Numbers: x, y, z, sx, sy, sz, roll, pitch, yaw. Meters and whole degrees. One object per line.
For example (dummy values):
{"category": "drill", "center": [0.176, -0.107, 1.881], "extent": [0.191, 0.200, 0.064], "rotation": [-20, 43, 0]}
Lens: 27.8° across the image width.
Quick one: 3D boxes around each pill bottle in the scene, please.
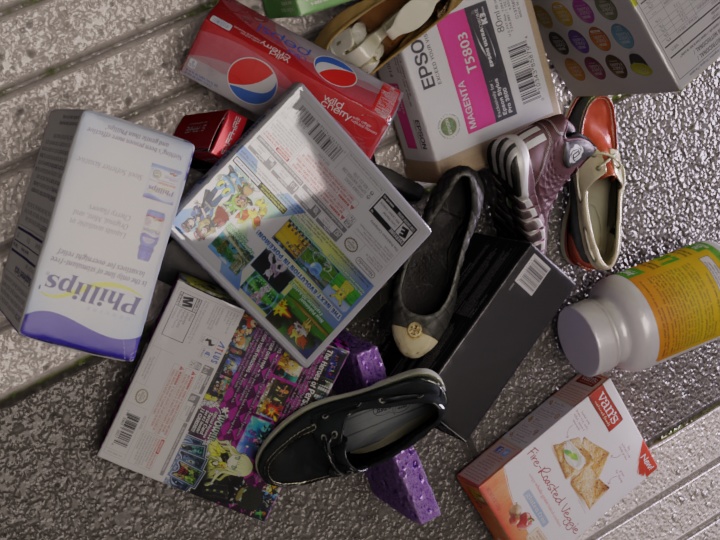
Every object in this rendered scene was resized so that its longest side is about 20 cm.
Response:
{"category": "pill bottle", "center": [0.325, 0.047, 1.625], "extent": [0.200, 0.111, 0.111], "rotation": [-19, 105, -22]}

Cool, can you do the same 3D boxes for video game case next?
{"category": "video game case", "center": [-0.056, -0.040, 1.348], "extent": [0.182, 0.022, 0.200], "rotation": [-47, 115, -10]}
{"category": "video game case", "center": [-0.134, 0.125, 1.412], "extent": [0.181, 0.036, 0.200], "rotation": [23, 104, -11]}

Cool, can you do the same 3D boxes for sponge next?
{"category": "sponge", "center": [0.016, 0.157, 1.497], "extent": [0.030, 0.112, 0.200], "rotation": [-26, 108, -18]}

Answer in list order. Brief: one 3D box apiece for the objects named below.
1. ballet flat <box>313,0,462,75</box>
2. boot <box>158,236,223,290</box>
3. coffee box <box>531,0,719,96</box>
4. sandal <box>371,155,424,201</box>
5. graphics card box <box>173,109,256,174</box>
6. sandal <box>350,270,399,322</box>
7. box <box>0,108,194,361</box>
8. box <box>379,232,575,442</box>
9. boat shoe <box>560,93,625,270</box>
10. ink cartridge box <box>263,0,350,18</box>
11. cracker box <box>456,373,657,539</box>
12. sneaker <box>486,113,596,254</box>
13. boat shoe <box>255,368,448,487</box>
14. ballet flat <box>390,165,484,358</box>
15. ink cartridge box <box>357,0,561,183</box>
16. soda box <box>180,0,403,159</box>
{"category": "ballet flat", "center": [0.018, -0.232, 1.400], "extent": [0.200, 0.063, 0.069], "rotation": [-36, 109, 28]}
{"category": "boot", "center": [-0.127, 0.040, 1.438], "extent": [0.200, 0.066, 0.165], "rotation": [34, 75, -28]}
{"category": "coffee box", "center": [0.294, -0.316, 1.509], "extent": [0.200, 0.200, 0.198], "rotation": [-40, 110, -16]}
{"category": "sandal", "center": [-0.019, -0.118, 1.468], "extent": [0.200, 0.075, 0.045], "rotation": [18, 85, -33]}
{"category": "graphics card box", "center": [-0.076, -0.091, 1.411], "extent": [0.200, 0.125, 0.051], "rotation": [27, 81, -25]}
{"category": "sandal", "center": [0.000, 0.001, 1.467], "extent": [0.201, 0.057, 0.080], "rotation": [-19, 118, -61]}
{"category": "box", "center": [-0.242, -0.037, 1.305], "extent": [0.105, 0.184, 0.200], "rotation": [17, 91, -21]}
{"category": "box", "center": [0.109, 0.064, 1.511], "extent": [0.079, 0.141, 0.200], "rotation": [41, 80, -26]}
{"category": "boat shoe", "center": [0.260, -0.099, 1.602], "extent": [0.071, 0.063, 0.200], "rotation": [1, 96, -23]}
{"category": "ink cartridge box", "center": [-0.040, -0.361, 1.413], "extent": [0.146, 0.084, 0.200], "rotation": [-22, 107, -21]}
{"category": "cracker box", "center": [0.223, 0.225, 1.633], "extent": [0.200, 0.058, 0.134], "rotation": [-38, 111, -16]}
{"category": "sneaker", "center": [0.201, -0.086, 1.526], "extent": [0.115, 0.076, 0.200], "rotation": [-33, 146, -14]}
{"category": "boat shoe", "center": [-0.006, 0.161, 1.385], "extent": [0.199, 0.066, 0.075], "rotation": [-21, 114, -1]}
{"category": "ballet flat", "center": [0.072, -0.010, 1.451], "extent": [0.066, 0.057, 0.200], "rotation": [16, 91, 8]}
{"category": "ink cartridge box", "center": [0.107, -0.209, 1.509], "extent": [0.165, 0.075, 0.200], "rotation": [-25, 108, -21]}
{"category": "soda box", "center": [-0.065, -0.178, 1.390], "extent": [0.200, 0.063, 0.070], "rotation": [28, 126, -4]}
